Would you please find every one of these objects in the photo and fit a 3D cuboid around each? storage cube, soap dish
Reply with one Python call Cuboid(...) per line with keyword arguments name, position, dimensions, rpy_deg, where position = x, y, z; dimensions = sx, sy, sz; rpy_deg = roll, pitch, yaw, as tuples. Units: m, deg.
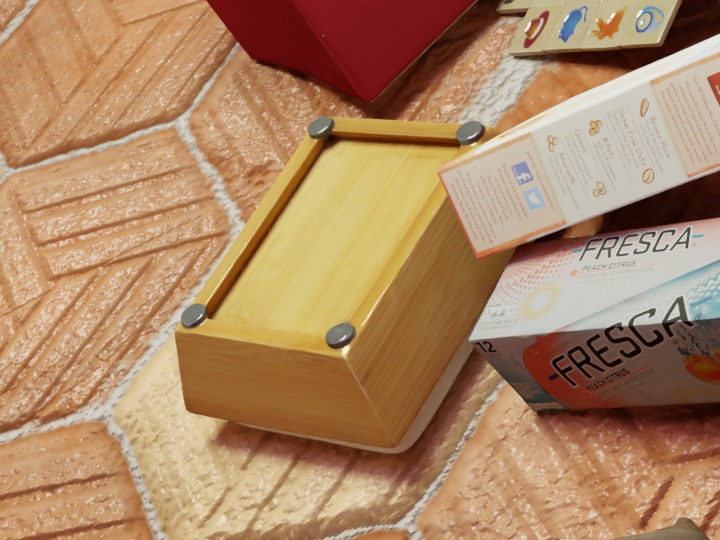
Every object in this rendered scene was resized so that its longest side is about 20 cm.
Cuboid(name="storage cube", position=(-0.019, -0.242, 1.349), dimensions=(0.200, 0.180, 0.171), rpy_deg=(-44, 31, -12))
Cuboid(name="soap dish", position=(0.000, 0.000, 1.178), dimensions=(0.157, 0.081, 0.200), rpy_deg=(7, 53, 41))

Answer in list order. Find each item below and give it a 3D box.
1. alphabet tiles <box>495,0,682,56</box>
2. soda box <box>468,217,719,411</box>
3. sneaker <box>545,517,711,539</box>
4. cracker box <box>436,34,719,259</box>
Cuboid(name="alphabet tiles", position=(0.166, -0.202, 1.277), dimensions=(0.200, 0.006, 0.167), rpy_deg=(4, 64, 54))
Cuboid(name="soda box", position=(0.151, 0.021, 1.030), dimensions=(0.200, 0.064, 0.068), rpy_deg=(-8, 44, 47))
Cuboid(name="sneaker", position=(0.074, 0.167, 0.977), dimensions=(0.200, 0.071, 0.076), rpy_deg=(-16, 23, 19))
Cuboid(name="cracker box", position=(0.155, -0.076, 1.074), dimensions=(0.200, 0.058, 0.134), rpy_deg=(-22, 5, 45))
